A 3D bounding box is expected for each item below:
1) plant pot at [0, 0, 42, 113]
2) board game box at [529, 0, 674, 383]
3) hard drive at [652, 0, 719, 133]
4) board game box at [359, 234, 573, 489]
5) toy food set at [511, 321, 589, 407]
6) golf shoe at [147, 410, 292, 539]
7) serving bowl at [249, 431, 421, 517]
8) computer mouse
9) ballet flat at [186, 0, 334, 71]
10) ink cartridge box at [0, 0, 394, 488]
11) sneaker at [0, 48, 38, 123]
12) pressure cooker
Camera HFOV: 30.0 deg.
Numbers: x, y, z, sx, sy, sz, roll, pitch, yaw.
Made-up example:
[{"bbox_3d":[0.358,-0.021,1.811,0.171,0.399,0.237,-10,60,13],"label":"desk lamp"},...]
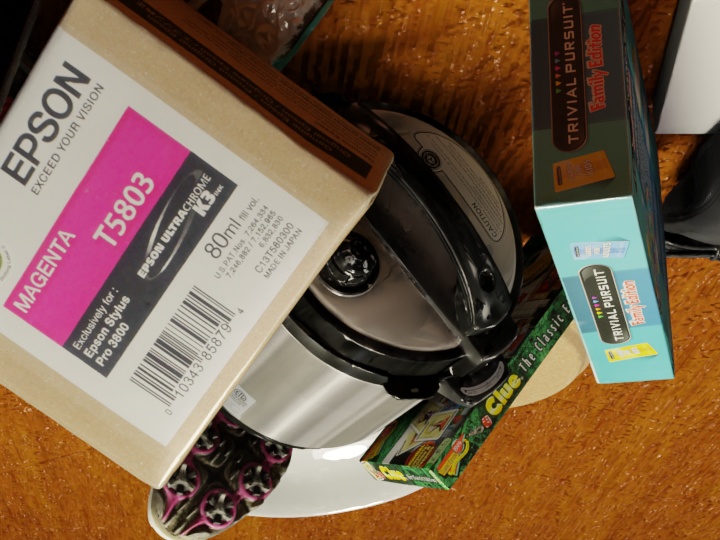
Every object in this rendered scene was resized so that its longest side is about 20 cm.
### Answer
[{"bbox_3d":[-0.268,-0.137,0.555,0.177,0.200,0.200,1,154,25],"label":"plant pot"},{"bbox_3d":[0.130,-0.050,0.716,0.047,0.151,0.200,-7,150,16],"label":"board game box"},{"bbox_3d":[0.265,-0.117,0.714,0.199,0.027,0.132,0,152,3],"label":"hard drive"},{"bbox_3d":[0.084,0.051,0.844,0.023,0.200,0.105,43,160,-11],"label":"board game box"},{"bbox_3d":[0.079,0.050,1.008,0.197,0.049,0.200,11,150,-16],"label":"toy food set"},{"bbox_3d":[-0.083,0.104,0.876,0.073,0.200,0.092,42,135,-10],"label":"golf shoe"},{"bbox_3d":[-0.029,0.123,1.015,0.199,0.066,0.200,-7,151,-4],"label":"serving bowl"},{"bbox_3d":[0.239,-0.034,0.808,0.138,0.053,0.200,2,161,0],"label":"computer mouse"},{"bbox_3d":[-0.077,-0.108,0.723,0.072,0.072,0.200,15,143,-22],"label":"ballet flat"},{"bbox_3d":[-0.107,-0.019,0.661,0.165,0.075,0.200,34,112,-5],"label":"ink cartridge box"},{"bbox_3d":[-0.175,-0.076,0.752,0.079,0.096,0.200,-29,135,5],"label":"sneaker"},{"bbox_3d":[-0.001,0.002,0.790,0.175,0.179,0.200,16,149,-19],"label":"pressure cooker"}]
